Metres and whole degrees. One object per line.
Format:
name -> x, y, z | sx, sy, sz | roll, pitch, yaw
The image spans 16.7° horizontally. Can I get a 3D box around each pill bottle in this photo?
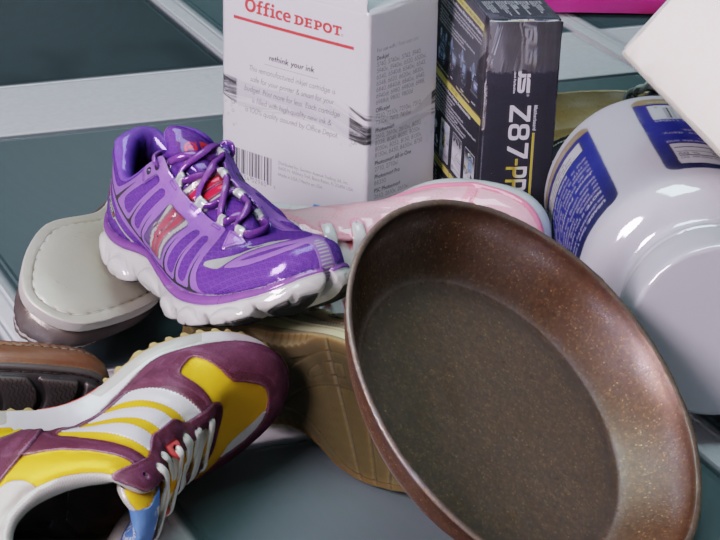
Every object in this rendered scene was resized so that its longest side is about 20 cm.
pill bottle -> 0.166, -0.007, 1.279 | 0.119, 0.121, 0.200 | 0, 22, -4

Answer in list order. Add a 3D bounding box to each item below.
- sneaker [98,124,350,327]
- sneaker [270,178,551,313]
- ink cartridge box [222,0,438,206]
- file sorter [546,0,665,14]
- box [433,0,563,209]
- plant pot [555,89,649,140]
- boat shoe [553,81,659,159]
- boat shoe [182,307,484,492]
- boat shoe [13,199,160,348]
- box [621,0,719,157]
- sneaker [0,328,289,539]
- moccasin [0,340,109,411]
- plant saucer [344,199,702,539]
sneaker -> -0.076, -0.025, 1.206 | 0.080, 0.084, 0.199 | -14, 22, -32
sneaker -> 0.000, 0.000, 1.311 | 0.198, 0.076, 0.105 | -2, 16, 12
ink cartridge box -> -0.018, -0.110, 1.418 | 0.115, 0.202, 0.068 | 18, 27, 37
file sorter -> 0.163, -0.286, 1.984 | 0.198, 0.127, 0.139 | 1, 22, -2
box -> 0.068, -0.097, 1.447 | 0.049, 0.163, 0.200 | -3, 21, -10
plant pot -> 0.176, -0.075, 1.582 | 0.198, 0.028, 0.200 | 1, 22, 0
boat shoe -> 0.170, -0.091, 1.500 | 0.072, 0.063, 0.199 | 20, 28, 39
boat shoe -> -0.003, 0.052, 1.189 | 0.063, 0.074, 0.200 | -23, 24, -38
boat shoe -> -0.140, 0.002, 1.322 | 0.072, 0.060, 0.200 | 34, 26, -1
box -> 0.228, -0.062, 1.220 | 0.200, 0.068, 0.082 | 49, 19, 16
sneaker -> -0.100, 0.091, 1.095 | 0.199, 0.075, 0.090 | -21, 38, -32
moccasin -> -0.217, 0.063, 1.155 | 0.200, 0.074, 0.078 | -10, 30, -3
plant saucer -> 0.066, 0.061, 1.095 | 0.199, 0.037, 0.201 | 25, 42, -25
